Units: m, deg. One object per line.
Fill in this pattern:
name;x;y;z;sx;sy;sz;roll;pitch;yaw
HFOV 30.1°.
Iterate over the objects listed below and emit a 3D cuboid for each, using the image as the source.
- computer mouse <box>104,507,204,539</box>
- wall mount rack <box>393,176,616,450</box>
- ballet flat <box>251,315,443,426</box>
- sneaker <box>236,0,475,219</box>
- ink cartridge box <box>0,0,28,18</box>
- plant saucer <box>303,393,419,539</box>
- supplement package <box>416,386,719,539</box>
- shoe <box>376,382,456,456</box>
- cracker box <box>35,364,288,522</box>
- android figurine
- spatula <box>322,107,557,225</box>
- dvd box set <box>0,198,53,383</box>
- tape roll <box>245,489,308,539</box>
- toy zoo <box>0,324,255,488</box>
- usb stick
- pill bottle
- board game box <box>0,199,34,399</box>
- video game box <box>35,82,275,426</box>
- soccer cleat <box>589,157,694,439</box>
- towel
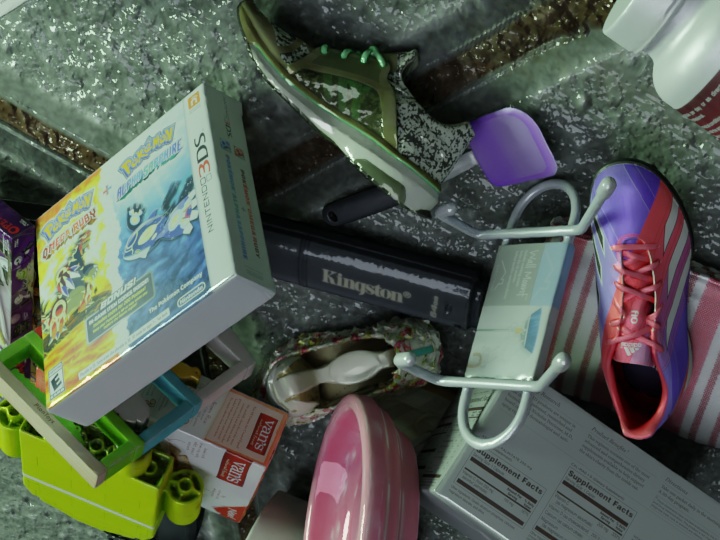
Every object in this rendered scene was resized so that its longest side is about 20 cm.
computer mouse;-0.180;0.217;1.240;0.138;0.053;0.201;20;128;9
wall mount rack;0.106;0.016;0.884;0.074;0.201;0.173;28;161;-35
ballet flat;-0.025;0.081;1.071;0.200;0.064;0.076;-23;83;33
sneaker;-0.001;-0.129;0.938;0.200;0.077;0.089;43;92;1
ink cartridge box;-0.260;-0.279;0.888;0.125;0.129;0.200;-21;112;32
plant saucer;0.000;0.195;1.003;0.051;0.201;0.201;10;129;-13
supplement package;0.149;0.172;0.997;0.200;0.111;0.156;35;169;-3
shoe;0.084;0.159;1.092;0.200;0.053;0.070;39;127;-4
cracker box;-0.170;0.128;1.114;0.199;0.058;0.134;23;147;-1
android figurine;-0.217;0.165;1.105;0.181;0.041;0.200;21;149;3
spatula;0.049;-0.067;0.974;0.199;0.021;0.057;-19;107;32
dvd box set;-0.260;0.035;1.163;0.146;0.029;0.201;9;125;17
tape roll;-0.047;0.312;1.157;0.139;0.203;0.203;22;128;7
toy zoo;-0.175;0.068;1.051;0.131;0.200;0.020;41;139;15
usb stick;0.000;0.000;1.033;0.199;0.033;0.056;15;126;12
pill bottle;0.250;-0.122;0.797;0.200;0.113;0.113;33;128;-2
board game box;-0.326;0.009;1.133;0.120;0.032;0.200;38;138;24
video game box;-0.157;-0.012;0.983;0.200;0.183;0.047;-35;137;26
soccer cleat;0.190;0.022;0.912;0.068;0.073;0.201;2;122;24
towel;0.218;0.049;0.984;0.199;0.030;0.147;20;127;12
